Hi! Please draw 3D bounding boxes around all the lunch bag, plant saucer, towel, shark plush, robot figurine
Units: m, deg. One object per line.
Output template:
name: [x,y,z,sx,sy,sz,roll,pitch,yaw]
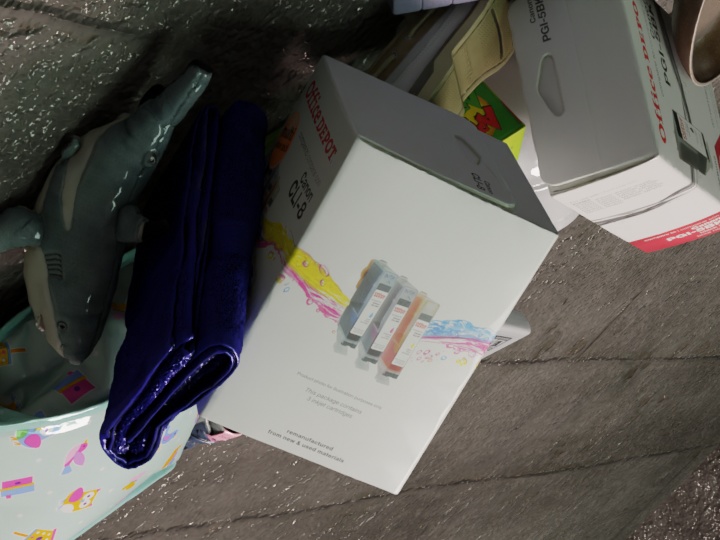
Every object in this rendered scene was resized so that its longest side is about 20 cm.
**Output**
lunch bag: [-0.203,0.098,1.180,0.199,0.122,0.171,-30,157,-40]
plant saucer: [0.265,-0.225,1.213,0.200,0.032,0.201,-49,156,-31]
towel: [-0.113,0.004,1.075,0.049,0.201,0.148,24,136,-22]
shark plush: [-0.140,-0.041,1.064,0.200,0.083,0.091,-48,153,13]
robot figurine: [0.126,-0.099,1.366,0.200,0.112,0.171,72,28,-67]

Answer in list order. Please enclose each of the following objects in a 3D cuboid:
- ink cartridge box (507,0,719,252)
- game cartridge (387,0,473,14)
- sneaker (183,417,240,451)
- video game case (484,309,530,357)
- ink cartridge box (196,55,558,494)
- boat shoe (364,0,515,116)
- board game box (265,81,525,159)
ink cartridge box: [0.189,-0.109,1.233,0.082,0.148,0.200,-17,162,24]
game cartridge: [0.075,-0.232,1.074,0.129,0.039,0.200,-15,153,-7]
sneaker: [-0.135,0.116,1.375,0.070,0.082,0.200,-12,144,-52]
video game case: [0.013,0.069,1.324,0.181,0.024,0.200,-30,161,22]
ink cartridge box: [0.000,0.000,1.081,0.144,0.146,0.201,25,109,-20]
boat shoe: [0.056,-0.157,1.196,0.200,0.068,0.075,-52,149,-33]
board game box: [0.006,-0.074,1.228,0.199,0.102,0.048,-33,158,-20]
